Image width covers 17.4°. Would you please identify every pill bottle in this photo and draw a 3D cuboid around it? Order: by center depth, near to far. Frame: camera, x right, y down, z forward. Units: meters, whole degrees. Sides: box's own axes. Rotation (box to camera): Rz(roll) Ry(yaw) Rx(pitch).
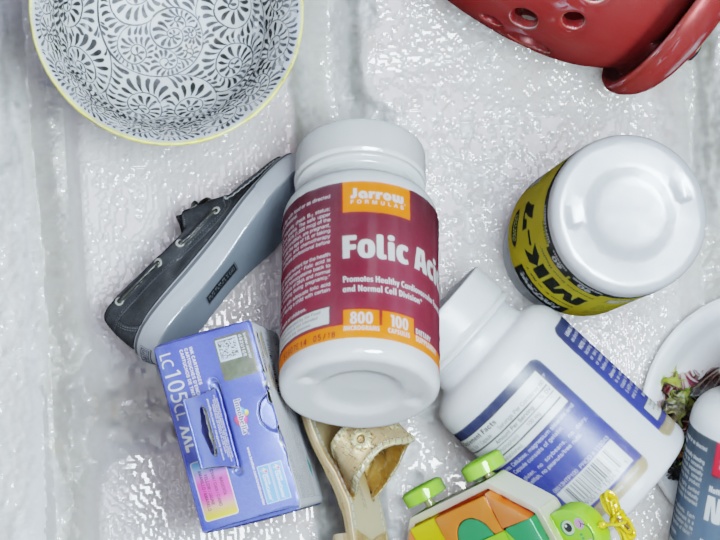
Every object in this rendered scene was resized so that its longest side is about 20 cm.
[{"bbox_3d":[0.000,0.000,1.676,0.114,0.114,0.200,5,59,-8],"label":"pill bottle"},{"bbox_3d":[0.293,0.146,1.711,0.119,0.120,0.200,5,104,-8],"label":"pill bottle"},{"bbox_3d":[0.171,-0.027,1.715,0.114,0.200,0.114,1,82,-9],"label":"pill bottle"},{"bbox_3d":[0.128,0.096,1.734,0.200,0.120,0.120,43,79,-1],"label":"pill bottle"}]

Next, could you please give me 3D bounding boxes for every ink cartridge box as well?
[{"bbox_3d":[-0.086,0.110,1.655,0.076,0.200,0.137,-16,85,1],"label":"ink cartridge box"}]

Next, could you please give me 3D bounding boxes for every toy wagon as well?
[{"bbox_3d":[0.113,0.207,1.689,0.040,0.200,0.155,-27,87,-44],"label":"toy wagon"}]

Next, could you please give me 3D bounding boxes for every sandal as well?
[{"bbox_3d":[0.011,0.140,1.720,0.070,0.078,0.212,-14,83,27],"label":"sandal"}]

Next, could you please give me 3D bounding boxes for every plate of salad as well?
[{"bbox_3d":[0.313,0.114,1.796,0.200,0.048,0.200,1,84,-9],"label":"plate of salad"}]

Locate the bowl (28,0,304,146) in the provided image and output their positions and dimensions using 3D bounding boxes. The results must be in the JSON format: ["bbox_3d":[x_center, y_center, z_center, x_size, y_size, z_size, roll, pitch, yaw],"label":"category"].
[{"bbox_3d":[-0.146,-0.184,1.741,0.200,0.094,0.201,1,83,-9],"label":"bowl"}]

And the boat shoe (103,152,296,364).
[{"bbox_3d":[-0.114,-0.019,1.744,0.066,0.070,0.200,32,73,21],"label":"boat shoe"}]

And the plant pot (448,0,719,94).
[{"bbox_3d":[0.181,-0.240,1.749,0.182,0.200,0.201,35,79,-11],"label":"plant pot"}]
